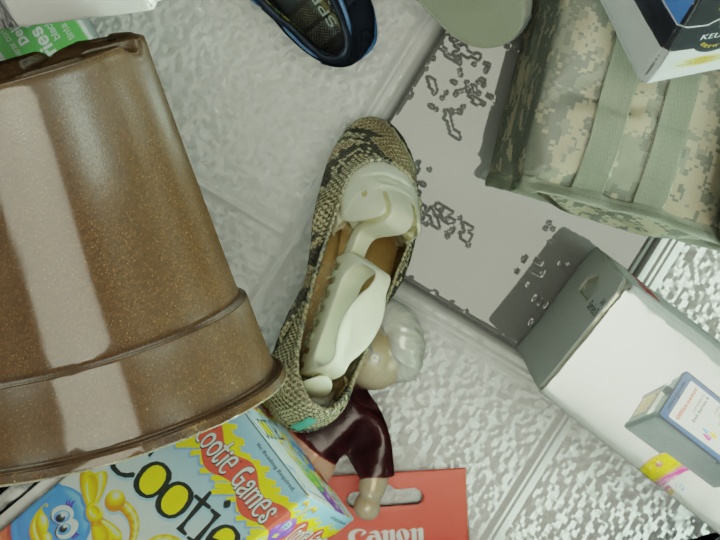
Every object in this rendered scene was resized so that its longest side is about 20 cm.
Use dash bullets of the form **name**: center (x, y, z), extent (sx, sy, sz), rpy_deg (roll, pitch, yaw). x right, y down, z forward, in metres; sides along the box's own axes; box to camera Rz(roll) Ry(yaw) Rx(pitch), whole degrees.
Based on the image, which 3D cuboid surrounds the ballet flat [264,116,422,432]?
- **ballet flat**: center (0.000, 0.000, 1.621), extent (0.068, 0.075, 0.200), rpy_deg (24, 74, -20)

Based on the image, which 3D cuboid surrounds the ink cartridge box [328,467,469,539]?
- **ink cartridge box**: center (0.021, 0.225, 1.692), extent (0.109, 0.050, 0.200), rpy_deg (-4, 98, -2)

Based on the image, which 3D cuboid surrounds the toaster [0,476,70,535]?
- **toaster**: center (-0.228, 0.055, 1.624), extent (0.200, 0.119, 0.181), rpy_deg (-39, 98, 2)

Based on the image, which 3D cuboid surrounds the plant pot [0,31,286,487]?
- **plant pot**: center (-0.158, -0.012, 1.455), extent (0.200, 0.200, 0.198), rpy_deg (-14, 100, -1)

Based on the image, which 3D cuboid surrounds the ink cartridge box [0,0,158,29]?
- **ink cartridge box**: center (-0.204, -0.206, 1.498), extent (0.200, 0.147, 0.083), rpy_deg (-6, 140, 14)

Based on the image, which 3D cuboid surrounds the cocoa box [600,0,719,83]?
- **cocoa box**: center (0.234, -0.205, 1.528), extent (0.200, 0.131, 0.133), rpy_deg (-12, 63, -25)

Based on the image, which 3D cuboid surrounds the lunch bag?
- **lunch bag**: center (0.193, -0.098, 1.629), extent (0.200, 0.118, 0.164), rpy_deg (15, 90, -11)

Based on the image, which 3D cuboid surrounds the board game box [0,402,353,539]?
- **board game box**: center (-0.121, 0.161, 1.594), extent (0.200, 0.105, 0.103), rpy_deg (-40, 71, 3)

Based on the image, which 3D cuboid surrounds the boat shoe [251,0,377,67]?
- **boat shoe**: center (-0.057, -0.206, 1.619), extent (0.200, 0.069, 0.084), rpy_deg (45, 105, -5)

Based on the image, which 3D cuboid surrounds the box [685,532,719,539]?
- **box**: center (0.167, 0.273, 1.650), extent (0.148, 0.104, 0.200), rpy_deg (-12, 100, 32)

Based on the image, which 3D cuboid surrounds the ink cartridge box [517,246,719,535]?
- **ink cartridge box**: center (0.198, 0.085, 1.636), extent (0.200, 0.145, 0.088), rpy_deg (39, 95, -8)

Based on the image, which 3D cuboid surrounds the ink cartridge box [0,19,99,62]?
- **ink cartridge box**: center (-0.252, -0.111, 1.579), extent (0.200, 0.146, 0.084), rpy_deg (-32, 125, 0)

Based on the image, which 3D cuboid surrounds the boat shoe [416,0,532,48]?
- **boat shoe**: center (0.027, -0.217, 1.625), extent (0.070, 0.072, 0.201), rpy_deg (-35, 108, 26)

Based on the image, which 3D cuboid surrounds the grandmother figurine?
- **grandmother figurine**: center (-0.031, 0.102, 1.667), extent (0.121, 0.061, 0.200), rpy_deg (39, 92, 1)
